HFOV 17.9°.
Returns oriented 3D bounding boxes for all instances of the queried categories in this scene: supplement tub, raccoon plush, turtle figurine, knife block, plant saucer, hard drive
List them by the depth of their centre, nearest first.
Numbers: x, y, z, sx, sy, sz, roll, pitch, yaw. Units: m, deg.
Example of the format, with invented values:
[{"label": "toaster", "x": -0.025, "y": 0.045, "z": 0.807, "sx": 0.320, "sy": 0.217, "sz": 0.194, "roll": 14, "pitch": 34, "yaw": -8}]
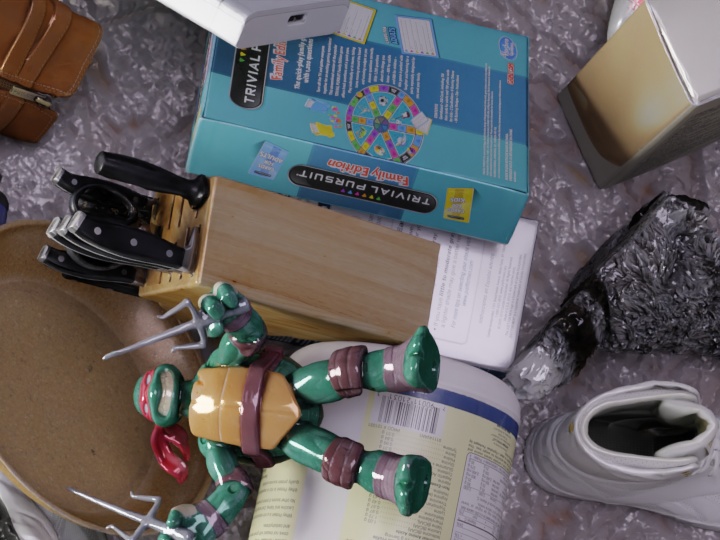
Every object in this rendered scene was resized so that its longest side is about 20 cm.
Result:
[{"label": "turtle figurine", "x": -0.060, "y": 0.075, "z": 1.244, "sx": 0.200, "sy": 0.101, "sz": 0.150, "roll": 3, "pitch": 104, "yaw": 16}, {"label": "knife block", "x": -0.070, "y": -0.012, "z": 1.262, "sx": 0.200, "sy": 0.176, "sz": 0.064, "roll": 6, "pitch": 78, "yaw": 14}, {"label": "supplement tub", "x": 0.008, "y": 0.154, "z": 1.326, "sx": 0.145, "sy": 0.145, "sz": 0.200, "roll": 14, "pitch": 76, "yaw": -8}, {"label": "plant saucer", "x": -0.167, "y": 0.067, "z": 1.326, "sx": 0.200, "sy": 0.035, "sz": 0.200, "roll": 31, "pitch": 43, "yaw": -33}, {"label": "hard drive", "x": -0.118, "y": -0.194, "z": 1.364, "sx": 0.200, "sy": 0.132, "sz": 0.027, "roll": 31, "pitch": 112, "yaw": 18}, {"label": "raccoon plush", "x": 0.186, "y": 0.048, "z": 1.411, "sx": 0.134, "sy": 0.097, "sz": 0.200, "roll": 45, "pitch": 71, "yaw": -3}]

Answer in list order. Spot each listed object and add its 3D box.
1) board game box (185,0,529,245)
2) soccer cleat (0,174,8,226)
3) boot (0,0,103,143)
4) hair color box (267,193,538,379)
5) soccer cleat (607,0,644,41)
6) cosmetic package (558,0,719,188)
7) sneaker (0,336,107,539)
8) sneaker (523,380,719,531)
[{"label": "board game box", "x": 0.002, "y": -0.102, "z": 1.398, "sx": 0.200, "sy": 0.047, "sz": 0.151, "roll": 13, "pitch": 43, "yaw": -7}, {"label": "soccer cleat", "x": -0.308, "y": -0.054, "z": 1.355, "sx": 0.200, "sy": 0.065, "sz": 0.084, "roll": 23, "pitch": 78, "yaw": -5}, {"label": "boot", "x": -0.215, "y": -0.158, "z": 1.326, "sx": 0.155, "sy": 0.200, "sz": 0.077, "roll": 18, "pitch": 31, "yaw": -31}, {"label": "hair color box", "x": 0.000, "y": 0.000, "z": 1.402, "sx": 0.200, "sy": 0.061, "sz": 0.100, "roll": 13, "pitch": 77, "yaw": -8}, {"label": "soccer cleat", "x": 0.190, "y": -0.232, "z": 1.492, "sx": 0.085, "sy": 0.069, "sz": 0.200, "roll": 26, "pitch": 71, "yaw": 5}, {"label": "cosmetic package", "x": 0.201, "y": -0.121, "z": 1.395, "sx": 0.105, "sy": 0.200, "sz": 0.071, "roll": -22, "pitch": 83, "yaw": -15}, {"label": "sneaker", "x": -0.196, "y": 0.117, "z": 1.343, "sx": 0.079, "sy": 0.074, "sz": 0.200, "roll": -12, "pitch": 76, "yaw": -38}, {"label": "sneaker", "x": 0.211, "y": 0.114, "z": 1.391, "sx": 0.200, "sy": 0.116, "sz": 0.074, "roll": 4, "pitch": 75, "yaw": -12}]
